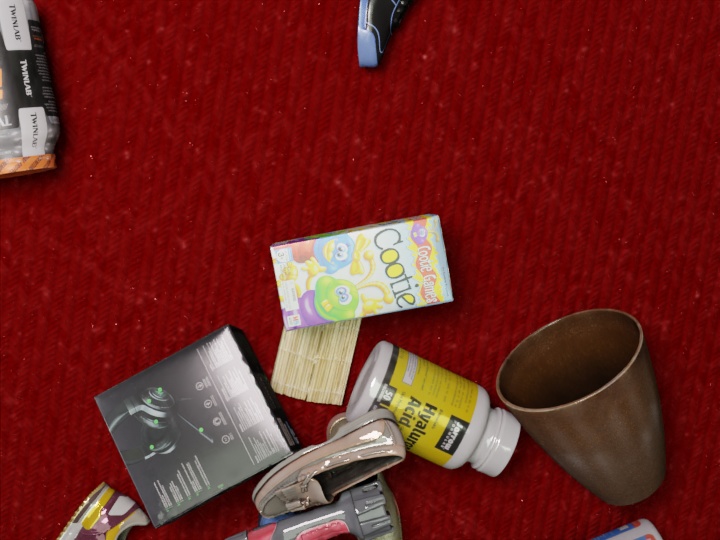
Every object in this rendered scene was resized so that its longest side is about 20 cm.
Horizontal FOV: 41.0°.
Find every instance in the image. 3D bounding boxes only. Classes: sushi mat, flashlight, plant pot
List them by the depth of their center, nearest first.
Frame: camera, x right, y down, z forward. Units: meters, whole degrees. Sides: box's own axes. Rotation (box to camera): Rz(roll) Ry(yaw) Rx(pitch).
[{"bbox_3d":[-0.059,0.319,1.147,0.199,0.068,0.068,-17,129,-3],"label":"flashlight"},{"bbox_3d":[0.292,0.183,1.180,0.186,0.187,0.201,-31,111,0],"label":"plant pot"},{"bbox_3d":[-0.048,0.067,1.221,0.095,0.012,0.202,13,94,-3],"label":"sushi mat"}]

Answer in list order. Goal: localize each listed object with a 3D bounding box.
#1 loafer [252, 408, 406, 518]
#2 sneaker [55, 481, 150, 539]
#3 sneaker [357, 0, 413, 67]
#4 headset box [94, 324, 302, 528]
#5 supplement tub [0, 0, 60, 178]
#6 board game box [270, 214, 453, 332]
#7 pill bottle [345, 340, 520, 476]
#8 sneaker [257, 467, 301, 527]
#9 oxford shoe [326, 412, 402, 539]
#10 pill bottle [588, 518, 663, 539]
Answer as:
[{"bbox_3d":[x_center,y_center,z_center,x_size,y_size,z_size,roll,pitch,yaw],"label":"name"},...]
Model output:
[{"bbox_3d":[-0.037,0.235,1.112,0.199,0.063,0.072,-35,140,9],"label":"loafer"},{"bbox_3d":[-0.346,0.369,1.204,0.090,0.075,0.201,34,94,0],"label":"sneaker"},{"bbox_3d":[0.043,-0.342,1.160,0.077,0.070,0.202,9,94,3],"label":"sneaker"},{"bbox_3d":[-0.199,0.190,1.166,0.199,0.093,0.175,-29,81,-1],"label":"headset box"},{"bbox_3d":[-0.422,-0.211,1.124,0.122,0.123,0.202,-11,96,-2],"label":"supplement tub"},{"bbox_3d":[0.000,0.000,1.159,0.198,0.105,0.104,-10,94,-2],"label":"board game box"},{"bbox_3d":[0.091,0.176,1.189,0.199,0.111,0.112,25,94,-5],"label":"pill bottle"},{"bbox_3d":[-0.091,0.339,1.217,0.082,0.074,0.202,3,103,-4],"label":"sneaker"},{"bbox_3d":[0.004,0.282,1.212,0.070,0.074,0.201,-22,97,-3],"label":"oxford shoe"},{"bbox_3d":[0.295,0.402,1.219,0.199,0.112,0.113,-22,96,0],"label":"pill bottle"}]
